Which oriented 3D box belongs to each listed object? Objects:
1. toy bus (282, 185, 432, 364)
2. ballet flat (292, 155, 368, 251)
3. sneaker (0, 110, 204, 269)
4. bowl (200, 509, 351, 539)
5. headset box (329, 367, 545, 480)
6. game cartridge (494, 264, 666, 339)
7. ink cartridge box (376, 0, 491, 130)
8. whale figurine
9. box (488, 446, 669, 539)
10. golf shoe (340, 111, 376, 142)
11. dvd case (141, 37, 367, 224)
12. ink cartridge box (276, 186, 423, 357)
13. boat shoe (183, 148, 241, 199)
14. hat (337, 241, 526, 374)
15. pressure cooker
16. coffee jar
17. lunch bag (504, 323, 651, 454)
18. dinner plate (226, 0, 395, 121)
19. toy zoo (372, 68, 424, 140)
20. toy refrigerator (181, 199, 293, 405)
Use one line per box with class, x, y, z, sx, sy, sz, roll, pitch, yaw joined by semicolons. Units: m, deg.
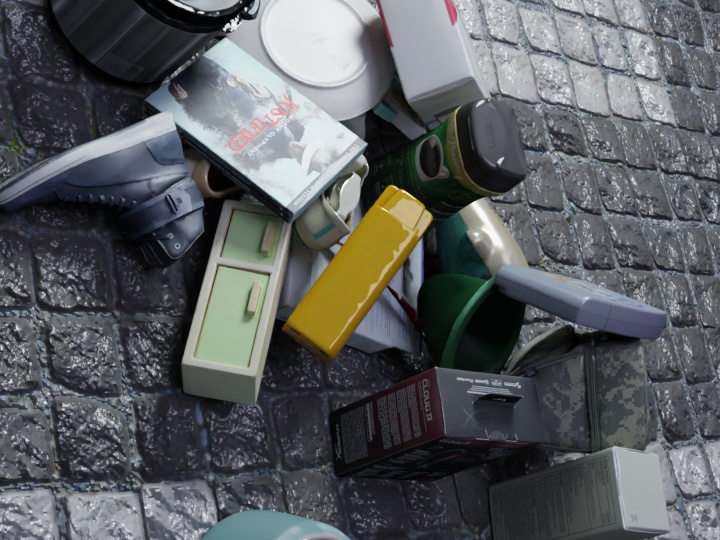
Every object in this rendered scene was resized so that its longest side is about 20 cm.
toy bus;0.000;0.000;1.369;0.065;0.078;0.200;36;75;1
ballet flat;-0.021;-0.095;1.423;0.069;0.069;0.200;40;35;-21
sneaker;-0.246;-0.058;1.277;0.202;0.077;0.147;-26;101;-30
bowl;-0.061;0.319;1.241;0.200;0.105;0.202;19;60;-35
headset box;0.086;0.164;1.378;0.148;0.200;0.075;9;64;-38
game cartridge;0.254;0.037;1.445;0.200;0.133;0.042;11;96;-51
ink cartridge box;0.091;-0.251;1.532;0.200;0.085;0.148;24;47;-74
whale figurine;0.126;-0.032;1.574;0.200;0.104;0.159;58;11;-1
box;0.243;0.269;1.466;0.078;0.200;0.095;14;64;-36
golf shoe;-0.072;-0.207;1.514;0.200;0.078;0.095;44;58;-8
dvd case;-0.110;-0.151;1.373;0.200;0.022;0.146;39;51;7
ink cartridge box;-0.013;-0.012;1.487;0.200;0.043;0.197;25;55;-36
boat shoe;-0.123;-0.126;1.410;0.200;0.069;0.074;-42;124;-40
hat;0.076;0.037;1.502;0.176;0.201;0.166;27;48;30
pressure cooker;-0.206;-0.304;1.341;0.176;0.200;0.179;-27;88;-44
coffee jar;0.095;-0.112;1.463;0.085;0.200;0.105;11;63;-41
lunch bag;0.246;0.139;1.513;0.200;0.167;0.140;-33;116;-80
dinner plate;-0.052;-0.260;1.473;0.199;0.024;0.201;7;66;-16
toy zoo;0.026;-0.230;1.577;0.131;0.020;0.200;44;20;-17
toy refrigerator;-0.123;0.029;1.328;0.076;0.070;0.201;10;57;2
